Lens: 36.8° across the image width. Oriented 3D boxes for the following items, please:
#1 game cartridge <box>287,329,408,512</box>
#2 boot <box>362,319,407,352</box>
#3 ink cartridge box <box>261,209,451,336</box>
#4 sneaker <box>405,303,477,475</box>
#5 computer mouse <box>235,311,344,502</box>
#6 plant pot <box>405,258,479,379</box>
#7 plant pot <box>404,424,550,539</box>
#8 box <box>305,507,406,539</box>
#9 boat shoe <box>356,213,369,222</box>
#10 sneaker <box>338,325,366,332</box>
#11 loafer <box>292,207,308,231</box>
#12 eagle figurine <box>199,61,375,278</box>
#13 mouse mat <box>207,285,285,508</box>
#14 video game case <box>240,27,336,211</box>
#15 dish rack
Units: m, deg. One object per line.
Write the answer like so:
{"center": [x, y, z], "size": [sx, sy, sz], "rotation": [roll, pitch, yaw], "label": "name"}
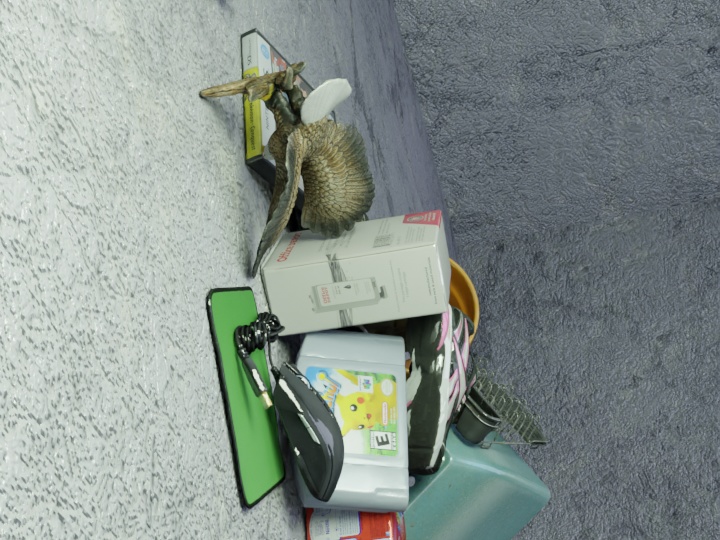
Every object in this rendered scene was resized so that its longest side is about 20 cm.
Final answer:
{"center": [-0.014, 0.159, 1.181], "size": [0.041, 0.131, 0.203], "rotation": [110, -19, -59], "label": "game cartridge"}
{"center": [0.017, 0.025, 1.359], "size": [0.155, 0.073, 0.200], "rotation": [45, -16, -9], "label": "boot"}
{"center": [0.000, 0.000, 1.234], "size": [0.147, 0.196, 0.084], "rotation": [-70, 150, -71], "label": "ink cartridge box"}
{"center": [0.097, 0.134, 1.237], "size": [0.085, 0.080, 0.204], "rotation": [17, 80, -38], "label": "sneaker"}
{"center": [-0.061, 0.132, 1.061], "size": [0.140, 0.045, 0.203], "rotation": [2, 67, -80], "label": "computer mouse"}
{"center": [0.072, 0.093, 1.654], "size": [0.184, 0.196, 0.204], "rotation": [95, -9, -64], "label": "plant pot"}
{"center": [0.083, 0.262, 1.365], "size": [0.197, 0.196, 0.200], "rotation": [47, 6, 37], "label": "plant pot"}
{"center": [-0.006, 0.253, 1.225], "size": [0.096, 0.098, 0.203], "rotation": [64, 18, -60], "label": "box"}
{"center": [-0.019, -0.036, 1.534], "size": [0.203, 0.070, 0.061], "rotation": [-87, 168, -45], "label": "boat shoe"}
{"center": [0.011, 0.181, 1.427], "size": [0.147, 0.076, 0.205], "rotation": [-106, 173, -70], "label": "sneaker"}
{"center": [-0.045, -0.084, 1.429], "size": [0.200, 0.071, 0.074], "rotation": [-39, 119, -78], "label": "loafer"}
{"center": [-0.066, -0.110, 1.129], "size": [0.151, 0.149, 0.204], "rotation": [-89, 165, -79], "label": "eagle figurine"}
{"center": [-0.108, 0.116, 1.046], "size": [0.161, 0.007, 0.204], "rotation": [1, 79, -81], "label": "mouse mat"}
{"center": [-0.079, -0.164, 1.310], "size": [0.200, 0.025, 0.184], "rotation": [39, 39, -53], "label": "video game case"}
{"center": [0.159, 0.161, 1.372], "size": [0.198, 0.055, 0.154], "rotation": [14, 28, -47], "label": "dish rack"}
